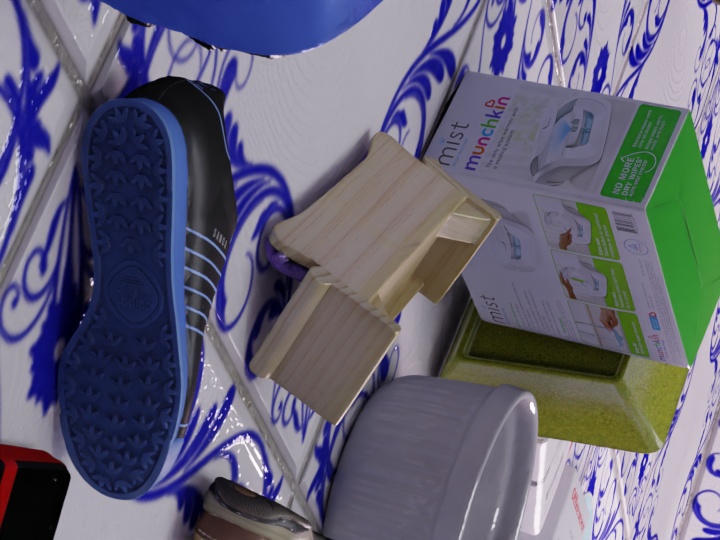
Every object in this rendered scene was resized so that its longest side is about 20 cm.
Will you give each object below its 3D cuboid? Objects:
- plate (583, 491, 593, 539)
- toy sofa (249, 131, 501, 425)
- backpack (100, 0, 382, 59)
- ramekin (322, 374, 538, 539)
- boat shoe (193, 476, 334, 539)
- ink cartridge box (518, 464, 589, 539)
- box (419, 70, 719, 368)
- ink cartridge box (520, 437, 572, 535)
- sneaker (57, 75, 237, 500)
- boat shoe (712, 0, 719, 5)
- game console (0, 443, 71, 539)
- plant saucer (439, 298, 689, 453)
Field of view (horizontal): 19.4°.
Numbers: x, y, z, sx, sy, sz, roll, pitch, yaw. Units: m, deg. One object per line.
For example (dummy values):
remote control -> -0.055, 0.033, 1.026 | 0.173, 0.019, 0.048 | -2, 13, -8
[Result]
plate -> 0.219, 0.340, 2.339 | 0.200, 0.025, 0.201 | 14, 90, -73
toy sofa -> 0.000, 0.000, 1.291 | 0.083, 0.097, 0.200 | -57, 175, 32
backpack -> -0.039, -0.197, 0.857 | 0.200, 0.162, 0.168 | -49, 142, -30
ramekin -> 0.049, 0.170, 1.515 | 0.200, 0.105, 0.201 | 14, 90, -74
boat shoe -> -0.057, 0.182, 1.262 | 0.074, 0.075, 0.200 | -65, 155, -11
ink cartridge box -> 0.140, 0.281, 1.935 | 0.145, 0.084, 0.201 | 66, 41, -64
box -> 0.157, -0.034, 1.520 | 0.097, 0.176, 0.200 | -62, 148, -26
ink cartridge box -> 0.137, 0.111, 1.759 | 0.200, 0.084, 0.145 | 85, 25, -61
sneaker -> -0.093, 0.007, 0.990 | 0.078, 0.070, 0.201 | -31, 133, -60
boat shoe -> 0.440, -0.398, 2.372 | 0.068, 0.072, 0.201 | -43, 150, -69
game console -> -0.189, 0.170, 0.896 | 0.177, 0.031, 0.201 | 32, 74, -76
plant saucer -> 0.164, 0.033, 1.634 | 0.200, 0.199, 0.048 | -67, 148, -27
